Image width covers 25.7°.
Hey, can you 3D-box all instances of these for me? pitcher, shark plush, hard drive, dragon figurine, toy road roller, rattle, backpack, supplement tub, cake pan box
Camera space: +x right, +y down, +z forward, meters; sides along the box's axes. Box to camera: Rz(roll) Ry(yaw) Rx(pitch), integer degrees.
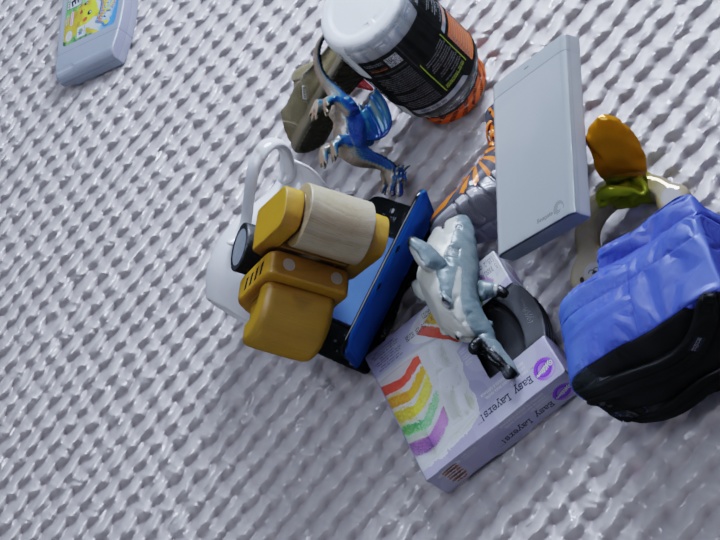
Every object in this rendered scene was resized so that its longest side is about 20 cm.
[{"bbox_3d":[-0.112,-0.043,1.850,0.121,0.171,0.201,24,81,38],"label":"pitcher"},{"bbox_3d":[0.115,0.023,1.646,0.082,0.092,0.201,-20,43,-10],"label":"shark plush"},{"bbox_3d":[0.185,-0.127,1.639,0.132,0.026,0.202,-33,52,53],"label":"hard drive"},{"bbox_3d":[-0.003,-0.176,1.855,0.059,0.098,0.203,-29,72,62],"label":"dragon figurine"},{"bbox_3d":[-0.062,0.009,1.715,0.200,0.122,0.148,140,140,-56],"label":"toy road roller"},{"bbox_3d":[0.247,-0.028,1.590,0.129,0.143,0.201,30,79,24],"label":"rattle"},{"bbox_3d":[0.292,0.044,1.502,0.200,0.162,0.169,-39,38,31],"label":"backpack"},{"bbox_3d":[0.055,-0.257,1.817,0.121,0.200,0.124,-18,56,29],"label":"supplement tub"},{"bbox_3d":[0.120,0.105,1.673,0.199,0.052,0.185,-39,51,14],"label":"cake pan box"}]

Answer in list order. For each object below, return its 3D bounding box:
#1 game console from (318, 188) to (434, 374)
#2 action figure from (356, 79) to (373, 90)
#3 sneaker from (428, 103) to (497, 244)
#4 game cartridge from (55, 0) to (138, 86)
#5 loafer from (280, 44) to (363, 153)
[{"bbox_3d":[0.000,0.000,1.773,0.170,0.118,0.202,20,79,44],"label":"game console"},{"bbox_3d":[0.042,-0.325,1.967,0.065,0.098,0.202,32,110,40],"label":"action figure"},{"bbox_3d":[0.150,-0.114,1.761,0.199,0.078,0.112,-35,44,6],"label":"sneaker"},{"bbox_3d":[-0.389,-0.379,2.344,0.132,0.040,0.202,-17,57,26],"label":"game cartridge"},{"bbox_3d":[-0.046,-0.234,1.925,0.067,0.076,0.201,46,122,21],"label":"loafer"}]
